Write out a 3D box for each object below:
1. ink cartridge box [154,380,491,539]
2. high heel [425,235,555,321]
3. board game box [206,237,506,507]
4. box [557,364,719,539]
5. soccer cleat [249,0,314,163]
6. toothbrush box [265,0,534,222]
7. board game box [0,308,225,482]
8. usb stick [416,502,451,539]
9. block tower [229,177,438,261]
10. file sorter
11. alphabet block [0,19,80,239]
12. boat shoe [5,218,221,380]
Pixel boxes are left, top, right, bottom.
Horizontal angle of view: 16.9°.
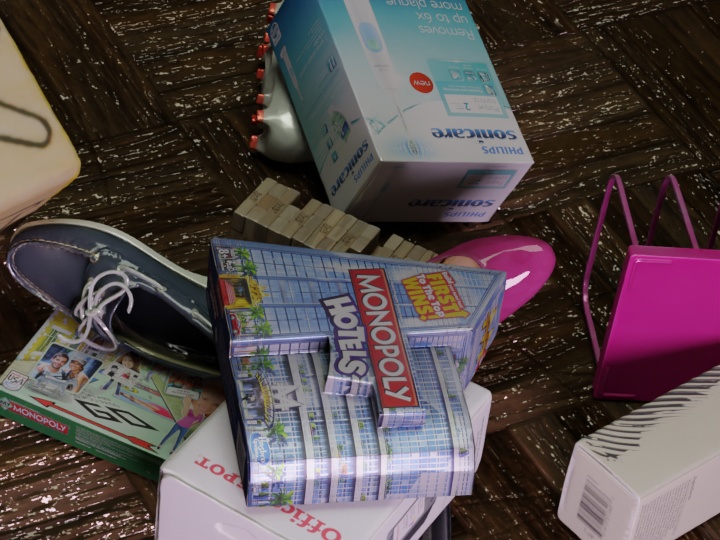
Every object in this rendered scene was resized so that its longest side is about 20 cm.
[{"bbox_3d":[-0.025,0.134,1.633,0.147,0.086,0.200,27,47,20],"label":"ink cartridge box"},{"bbox_3d":[0.044,0.027,1.750,0.067,0.200,0.096,65,14,4],"label":"high heel"},{"bbox_3d":[0.009,0.060,1.611,0.200,0.062,0.200,-3,43,-11],"label":"board game box"},{"bbox_3d":[0.238,0.131,1.739,0.200,0.082,0.068,-24,51,-35],"label":"box"},{"bbox_3d":[-0.047,-0.163,2.018,0.077,0.069,0.200,10,48,-8],"label":"soccer cleat"},{"bbox_3d":[0.029,-0.140,1.940,0.146,0.085,0.200,0,56,-31],"label":"toothbrush box"},{"bbox_3d":[-0.145,0.089,1.743,0.200,0.029,0.135,21,44,12],"label":"board game box"},{"bbox_3d":[0.036,0.190,1.667,0.055,0.033,0.200,1,42,0],"label":"usb stick"},{"bbox_3d":[0.000,0.000,1.852,0.200,0.054,0.058,26,45,15],"label":"block tower"},{"bbox_3d":[0.278,0.010,1.839,0.200,0.139,0.125,3,39,-8],"label":"file sorter"},{"bbox_3d":[-0.353,-0.086,1.720,0.200,0.196,0.196,-28,90,-36],"label":"alphabet block"},{"bbox_3d":[-0.167,0.025,1.735,0.200,0.075,0.062,26,32,3],"label":"boat shoe"}]
